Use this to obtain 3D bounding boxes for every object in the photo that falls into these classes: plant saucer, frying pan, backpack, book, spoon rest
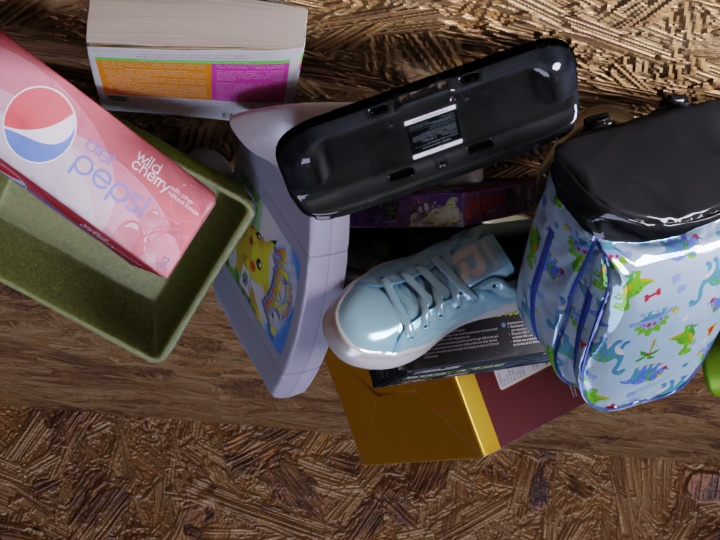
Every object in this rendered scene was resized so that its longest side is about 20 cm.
[{"bbox_3d":[-0.195,-0.046,1.418,0.199,0.048,0.200,29,132,-7],"label":"plant saucer"},{"bbox_3d":[0.048,0.002,1.398,0.189,0.031,0.115,11,-150,17],"label":"frying pan"},{"bbox_3d":[0.183,-0.002,1.278,0.162,0.154,0.200,-15,157,-29],"label":"backpack"},{"bbox_3d":[-0.105,-0.134,1.220,0.133,0.048,0.200,6,171,-5],"label":"book"},{"bbox_3d":[0.000,-0.097,1.281,0.199,0.061,0.099,7,169,-42],"label":"spoon rest"}]

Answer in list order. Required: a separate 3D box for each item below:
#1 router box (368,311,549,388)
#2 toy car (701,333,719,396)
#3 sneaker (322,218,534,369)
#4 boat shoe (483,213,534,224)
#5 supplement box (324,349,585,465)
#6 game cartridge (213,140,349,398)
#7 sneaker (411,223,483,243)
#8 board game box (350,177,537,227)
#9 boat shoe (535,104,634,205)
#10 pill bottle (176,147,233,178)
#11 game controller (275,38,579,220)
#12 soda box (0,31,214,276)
[{"bbox_3d":[0.111,0.046,1.507,0.199,0.062,0.150,-8,173,-10],"label":"router box"},{"bbox_3d":[0.321,0.015,1.425,0.163,0.159,0.200,-9,169,22],"label":"toy car"},{"bbox_3d":[0.063,0.004,1.328,0.199,0.074,0.082,-24,160,-33],"label":"sneaker"},{"bbox_3d":[0.122,-0.018,1.580,0.199,0.063,0.073,5,-179,-28],"label":"boat shoe"},{"bbox_3d":[0.107,0.075,1.717,0.199,0.133,0.197,-23,-174,-32],"label":"supplement box"},{"bbox_3d":[-0.058,-0.008,1.381,0.040,0.133,0.201,-15,138,-28],"label":"game cartridge"},{"bbox_3d":[0.001,0.003,1.510,0.199,0.060,0.104,-16,180,-20],"label":"sneaker"},{"bbox_3d":[0.063,-0.053,1.431,0.119,0.032,0.200,5,-172,25],"label":"board game box"},{"bbox_3d":[0.164,-0.068,1.370,0.072,0.065,0.200,11,151,3],"label":"boat shoe"},{"bbox_3d":[-0.163,-0.044,1.518,0.199,0.111,0.111,3,168,15],"label":"pill bottle"},{"bbox_3d":[0.045,-0.090,1.202,0.199,0.042,0.105,-20,145,-1],"label":"game controller"},{"bbox_3d":[-0.195,-0.079,1.246,0.200,0.070,0.063,37,170,-27],"label":"soda box"}]
